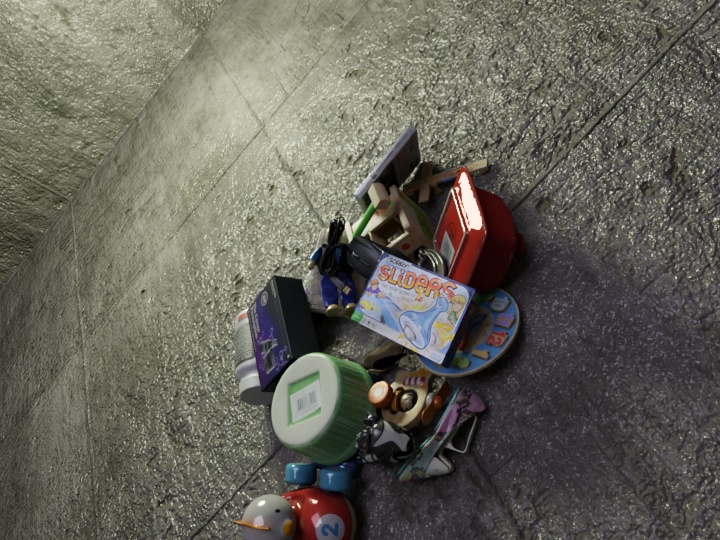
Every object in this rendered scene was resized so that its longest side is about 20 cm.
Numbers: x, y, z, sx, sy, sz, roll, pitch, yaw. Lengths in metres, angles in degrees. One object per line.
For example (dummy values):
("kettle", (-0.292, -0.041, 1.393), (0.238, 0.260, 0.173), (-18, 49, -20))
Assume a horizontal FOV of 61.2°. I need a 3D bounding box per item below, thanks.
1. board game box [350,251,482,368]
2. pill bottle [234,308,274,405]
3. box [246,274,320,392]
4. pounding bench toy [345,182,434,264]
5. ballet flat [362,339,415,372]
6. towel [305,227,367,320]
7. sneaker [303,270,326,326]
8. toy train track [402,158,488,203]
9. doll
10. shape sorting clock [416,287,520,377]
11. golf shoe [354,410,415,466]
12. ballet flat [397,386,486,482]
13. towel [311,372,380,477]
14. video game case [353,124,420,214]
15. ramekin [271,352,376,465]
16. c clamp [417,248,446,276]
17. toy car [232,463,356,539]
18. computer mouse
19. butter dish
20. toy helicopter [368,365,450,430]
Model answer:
("board game box", (0.092, 0.064, 1.044), (0.199, 0.034, 0.137), (23, 84, 35))
("pill bottle", (-0.230, 0.196, 1.389), (0.113, 0.114, 0.202), (-30, 48, 26))
("box", (-0.166, 0.134, 1.285), (0.141, 0.078, 0.202), (-46, 48, 35))
("pounding bench toy", (0.038, -0.077, 1.236), (0.155, 0.199, 0.125), (-36, 46, 21))
("ballet flat", (0.059, 0.159, 1.134), (0.200, 0.067, 0.047), (-46, 56, 53))
("towel", (-0.044, 0.006, 1.341), (0.131, 0.035, 0.202), (11, 66, 4))
("sneaker", (-0.102, 0.085, 1.369), (0.099, 0.069, 0.202), (18, 80, 44))
("toy train track", (0.183, -0.193, 1.300), (0.198, 0.033, 0.116), (-14, 50, 31))
("doll", (-0.046, -0.003, 1.300), (0.049, 0.134, 0.202), (112, 152, -60))
("shape sorting clock", (0.185, 0.103, 1.076), (0.198, 0.039, 0.201), (-21, 38, 17))
("golf shoe", (0.045, 0.303, 1.037), (0.093, 0.200, 0.079), (17, 70, 12))
("ballet flat", (0.142, 0.291, 1.022), (0.071, 0.069, 0.201), (37, 93, 22))
("towel", (-0.029, 0.292, 1.188), (0.111, 0.048, 0.202), (-2, 64, 42))
("video game case", (0.062, -0.201, 1.300), (0.023, 0.200, 0.182), (38, 89, 11))
("ramekin", (-0.075, 0.254, 1.145), (0.198, 0.097, 0.202), (-22, 52, 32))
("c clamp", (0.102, 0.038, 1.153), (0.172, 0.027, 0.201), (-103, 33, -54))
("toy car", (-0.126, 0.439, 1.052), (0.175, 0.199, 0.187), (-7, 74, 40))
("computer mouse", (0.000, 0.000, 1.174), (0.199, 0.046, 0.142), (31, 121, 16))
("butter dish", (0.224, -0.051, 1.094), (0.202, 0.146, 0.201), (-97, 17, -46))
("toy helicopter", (0.117, 0.200, 1.090), (0.201, 0.079, 0.132), (-51, 34, -12))
